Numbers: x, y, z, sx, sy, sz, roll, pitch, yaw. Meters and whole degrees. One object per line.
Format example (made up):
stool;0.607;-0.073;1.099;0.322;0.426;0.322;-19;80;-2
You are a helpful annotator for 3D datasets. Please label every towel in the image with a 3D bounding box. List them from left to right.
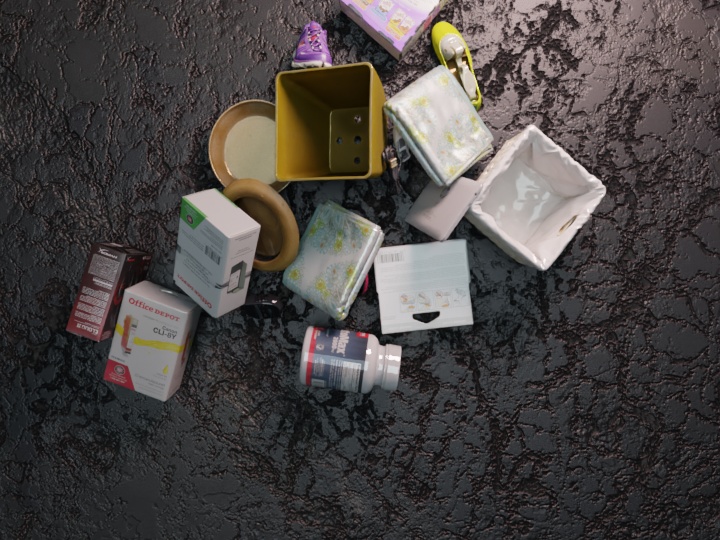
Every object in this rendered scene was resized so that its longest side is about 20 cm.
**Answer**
towel;-0.057;-0.026;1.244;0.170;0.048;0.203;29;94;37
towel;0.159;-0.281;1.206;0.171;0.048;0.201;-39;95;-30

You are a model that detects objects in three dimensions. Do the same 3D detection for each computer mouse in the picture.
computer mouse;-0.257;0.074;1.311;0.195;0.059;0.035;-2;51;6
computer mouse;0.080;-0.259;1.243;0.043;0.110;0.203;6;57;20

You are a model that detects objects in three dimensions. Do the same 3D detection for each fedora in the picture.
fedora;-0.197;-0.099;1.259;0.197;0.082;0.204;10;121;17

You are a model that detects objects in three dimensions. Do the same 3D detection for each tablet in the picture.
tablet;0.157;-0.132;1.212;0.014;0.200;0.131;34;94;-24

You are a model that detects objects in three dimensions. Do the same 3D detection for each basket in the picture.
basket;0.325;-0.136;1.211;0.199;0.161;0.199;38;92;-4

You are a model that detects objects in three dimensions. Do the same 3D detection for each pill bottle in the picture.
pill bottle;-0.019;0.185;1.262;0.196;0.120;0.122;8;92;1

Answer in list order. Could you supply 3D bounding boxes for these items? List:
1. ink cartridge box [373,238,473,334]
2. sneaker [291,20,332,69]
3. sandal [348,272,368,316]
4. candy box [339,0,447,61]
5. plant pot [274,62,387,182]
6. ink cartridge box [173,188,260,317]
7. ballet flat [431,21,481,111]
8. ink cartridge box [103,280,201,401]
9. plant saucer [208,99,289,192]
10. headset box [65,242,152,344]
ink cartridge box;0.130;0.032;1.289;0.195;0.044;0.178;-6;92;2
sneaker;-0.095;-0.436;1.206;0.079;0.201;0.085;5;120;-18
sandal;0.000;0.000;1.282;0.044;0.075;0.204;13;89;-13
candy box;0.082;-0.567;1.259;0.167;0.072;0.201;40;93;1
plant pot;-0.038;-0.270;1.205;0.196;0.176;0.205;1;92;22
ink cartridge box;-0.288;-0.033;1.220;0.145;0.084;0.202;37;129;23
ballet flat;0.201;-0.419;1.261;0.066;0.067;0.204;-20;90;0
ink cartridge box;-0.429;0.144;1.280;0.143;0.083;0.204;19;102;2
plant saucer;-0.218;-0.252;1.298;0.196;0.035;0.205;0;93;2
headset box;-0.511;0.050;1.263;0.074;0.149;0.204;19;91;1
